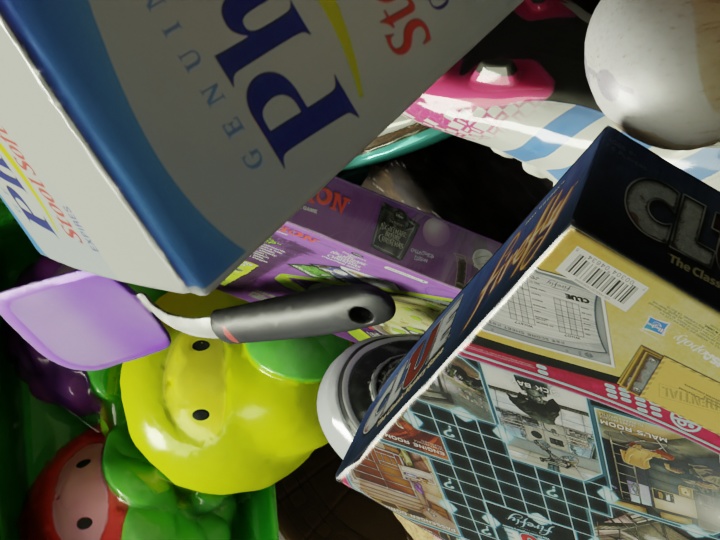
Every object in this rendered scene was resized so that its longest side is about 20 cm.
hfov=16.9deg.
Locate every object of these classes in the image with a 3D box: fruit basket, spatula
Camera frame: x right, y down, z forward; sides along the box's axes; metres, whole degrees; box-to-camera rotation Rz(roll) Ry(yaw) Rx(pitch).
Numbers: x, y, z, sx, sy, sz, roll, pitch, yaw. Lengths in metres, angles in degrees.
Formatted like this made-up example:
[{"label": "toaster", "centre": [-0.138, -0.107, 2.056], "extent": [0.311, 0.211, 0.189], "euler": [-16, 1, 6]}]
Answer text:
[{"label": "fruit basket", "centre": [-0.092, 0.061, 1.071], "extent": [0.216, 0.155, 0.216], "euler": [179, 90, -73]}, {"label": "spatula", "centre": [-0.063, 0.019, 0.957], "extent": [0.200, 0.021, 0.057], "euler": [-2, 139, 42]}]

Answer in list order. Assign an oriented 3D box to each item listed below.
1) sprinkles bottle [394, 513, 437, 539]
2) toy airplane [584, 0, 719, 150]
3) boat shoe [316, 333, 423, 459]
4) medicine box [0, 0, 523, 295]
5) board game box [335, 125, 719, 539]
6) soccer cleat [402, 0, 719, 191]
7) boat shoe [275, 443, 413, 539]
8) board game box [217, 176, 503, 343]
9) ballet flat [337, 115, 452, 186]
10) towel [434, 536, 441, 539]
[{"label": "sprinkles bottle", "centre": [0.070, 0.130, 1.083], "extent": [0.200, 0.068, 0.068], "euler": [54, 156, -18]}, {"label": "toy airplane", "centre": [0.112, -0.082, 0.556], "extent": [0.199, 0.141, 0.200], "euler": [61, 175, 14]}, {"label": "boat shoe", "centre": [0.083, 0.069, 0.898], "extent": [0.199, 0.074, 0.068], "euler": [25, 154, -4]}, {"label": "medicine box", "centre": [-0.047, -0.127, 0.680], "extent": [0.103, 0.200, 0.182], "euler": [12, 140, 53]}, {"label": "board game box", "centre": [0.110, 0.060, 0.607], "extent": [0.200, 0.035, 0.136], "euler": [30, 141, -8]}, {"label": "soccer cleat", "centre": [0.071, -0.046, 0.783], "extent": [0.200, 0.070, 0.086], "euler": [21, 144, 45]}, {"label": "boat shoe", "centre": [0.007, 0.130, 1.169], "extent": [0.200, 0.072, 0.072], "euler": [51, 169, 4]}, {"label": "board game box", "centre": [0.000, 0.000, 0.928], "extent": [0.200, 0.032, 0.120], "euler": [22, 167, -17]}, {"label": "ballet flat", "centre": [-0.012, -0.061, 0.924], "extent": [0.069, 0.069, 0.200], "euler": [48, 158, -6]}, {"label": "towel", "centre": [0.124, 0.155, 0.960], "extent": [0.200, 0.030, 0.146], "euler": [29, 177, -13]}]
